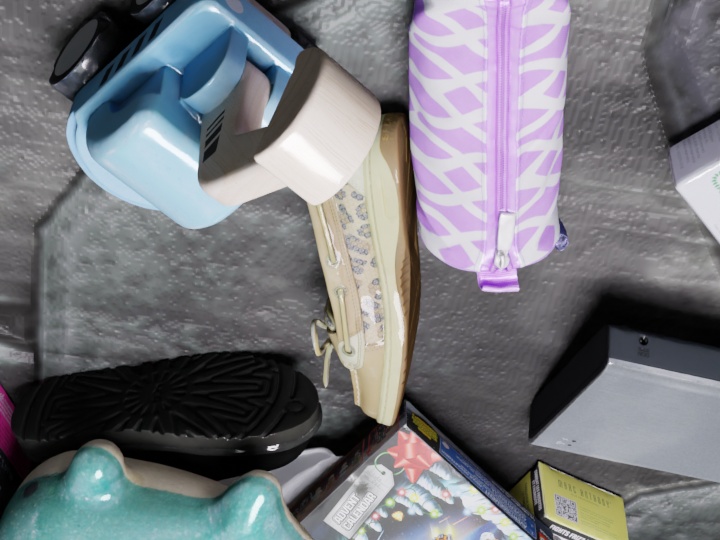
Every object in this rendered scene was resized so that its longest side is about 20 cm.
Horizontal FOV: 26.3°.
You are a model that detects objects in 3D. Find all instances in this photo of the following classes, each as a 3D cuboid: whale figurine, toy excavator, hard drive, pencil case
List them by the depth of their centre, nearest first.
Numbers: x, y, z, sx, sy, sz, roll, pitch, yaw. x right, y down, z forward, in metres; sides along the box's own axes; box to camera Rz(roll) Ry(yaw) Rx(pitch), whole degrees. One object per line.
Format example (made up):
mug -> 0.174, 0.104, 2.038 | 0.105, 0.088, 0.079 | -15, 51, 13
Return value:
toy excavator -> -0.066, -0.069, 0.723 | 0.194, 0.201, 0.100 | -35, 123, 30
pencil case -> 0.065, -0.085, 0.782 | 0.083, 0.086, 0.201 | -1, 131, 5
whale figurine -> -0.126, 0.172, 0.901 | 0.198, 0.104, 0.160 | -10, 123, 27
hard drive -> 0.219, 0.090, 0.943 | 0.198, 0.033, 0.140 | 12, 152, -9

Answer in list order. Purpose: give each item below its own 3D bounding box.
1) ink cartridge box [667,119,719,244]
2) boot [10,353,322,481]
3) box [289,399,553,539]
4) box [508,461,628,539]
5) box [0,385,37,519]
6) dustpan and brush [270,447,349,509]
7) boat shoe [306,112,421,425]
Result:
ink cartridge box -> 0.301, -0.042, 0.841 | 0.199, 0.041, 0.200 | -27, 128, 25
boot -> -0.109, 0.138, 0.992 | 0.209, 0.080, 0.159 | -3, 126, 19
box -> 0.009, 0.198, 0.996 | 0.137, 0.040, 0.200 | 42, 107, -12
box -> 0.099, 0.219, 1.081 | 0.075, 0.050, 0.200 | 25, 129, -20
box -> -0.286, 0.126, 0.953 | 0.114, 0.133, 0.201 | -13, 130, 12
dustpan and brush -> -0.057, 0.193, 1.070 | 0.199, 0.057, 0.140 | -29, 120, 17
boat shoe -> 0.000, 0.000, 0.878 | 0.062, 0.073, 0.201 | 3, 122, 8
